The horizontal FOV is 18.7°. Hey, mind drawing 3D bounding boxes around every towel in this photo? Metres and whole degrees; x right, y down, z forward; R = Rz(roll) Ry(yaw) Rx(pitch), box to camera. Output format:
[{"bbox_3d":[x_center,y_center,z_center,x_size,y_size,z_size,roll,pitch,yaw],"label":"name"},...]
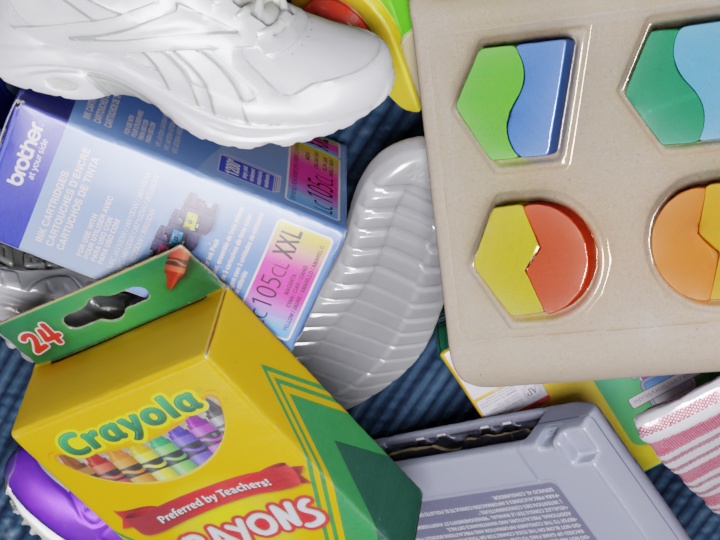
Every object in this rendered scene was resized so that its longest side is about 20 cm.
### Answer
[{"bbox_3d":[0.229,0.071,1.130,0.146,0.030,0.200,-29,152,12],"label":"towel"}]

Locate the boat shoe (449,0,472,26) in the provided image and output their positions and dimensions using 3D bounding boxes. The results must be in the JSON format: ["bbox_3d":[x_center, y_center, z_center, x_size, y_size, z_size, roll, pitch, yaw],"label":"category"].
[{"bbox_3d":[0.077,-0.192,1.057,0.062,0.073,0.201,6,112,1],"label":"boat shoe"}]

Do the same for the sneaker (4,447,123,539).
[{"bbox_3d":[-0.090,0.123,1.190,0.200,0.070,0.100,26,115,-14],"label":"sneaker"}]

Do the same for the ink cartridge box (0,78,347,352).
[{"bbox_3d":[-0.110,-0.048,1.084,0.200,0.137,0.076,20,110,-9],"label":"ink cartridge box"}]

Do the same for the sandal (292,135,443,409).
[{"bbox_3d":[0.007,0.001,1.152,0.082,0.050,0.203,10,132,-24],"label":"sandal"}]

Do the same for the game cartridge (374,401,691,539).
[{"bbox_3d":[0.083,0.139,1.165,0.200,0.041,0.133,-14,114,46],"label":"game cartridge"}]

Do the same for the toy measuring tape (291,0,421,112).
[{"bbox_3d":[0.012,-0.104,1.109,0.073,0.074,0.200,-17,130,7],"label":"toy measuring tape"}]

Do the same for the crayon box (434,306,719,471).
[{"bbox_3d":[0.154,0.033,1.161,0.200,0.058,0.119,-29,110,11],"label":"crayon box"}]

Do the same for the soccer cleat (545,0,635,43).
[{"bbox_3d":[0.150,-0.137,1.052,0.200,0.076,0.067,-40,91,25],"label":"soccer cleat"}]

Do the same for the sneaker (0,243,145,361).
[{"bbox_3d":[-0.153,0.032,1.146,0.200,0.078,0.100,17,123,-1],"label":"sneaker"}]

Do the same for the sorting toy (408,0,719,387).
[{"bbox_3d":[0.118,-0.045,1.021,0.185,0.036,0.201,-5,99,21],"label":"sorting toy"}]

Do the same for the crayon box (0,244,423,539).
[{"bbox_3d":[-0.078,0.085,1.069,0.127,0.051,0.200,-23,125,30],"label":"crayon box"}]

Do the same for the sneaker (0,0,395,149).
[{"bbox_3d":[-0.079,-0.120,1.006,0.199,0.078,0.100,10,127,-1],"label":"sneaker"}]
